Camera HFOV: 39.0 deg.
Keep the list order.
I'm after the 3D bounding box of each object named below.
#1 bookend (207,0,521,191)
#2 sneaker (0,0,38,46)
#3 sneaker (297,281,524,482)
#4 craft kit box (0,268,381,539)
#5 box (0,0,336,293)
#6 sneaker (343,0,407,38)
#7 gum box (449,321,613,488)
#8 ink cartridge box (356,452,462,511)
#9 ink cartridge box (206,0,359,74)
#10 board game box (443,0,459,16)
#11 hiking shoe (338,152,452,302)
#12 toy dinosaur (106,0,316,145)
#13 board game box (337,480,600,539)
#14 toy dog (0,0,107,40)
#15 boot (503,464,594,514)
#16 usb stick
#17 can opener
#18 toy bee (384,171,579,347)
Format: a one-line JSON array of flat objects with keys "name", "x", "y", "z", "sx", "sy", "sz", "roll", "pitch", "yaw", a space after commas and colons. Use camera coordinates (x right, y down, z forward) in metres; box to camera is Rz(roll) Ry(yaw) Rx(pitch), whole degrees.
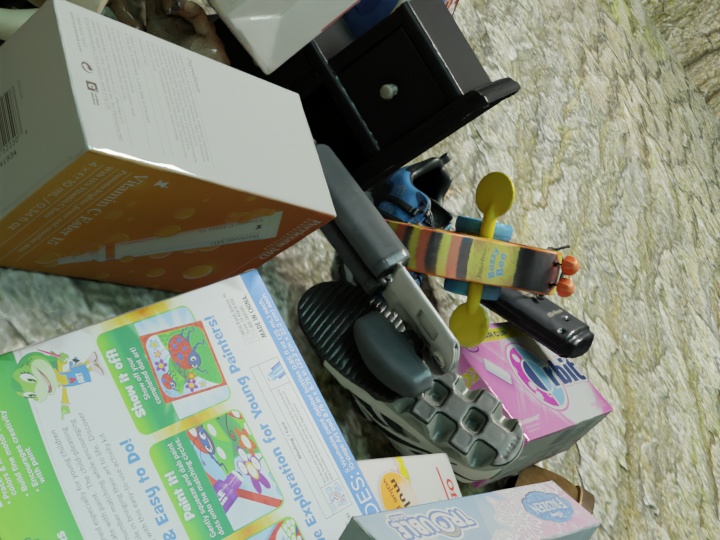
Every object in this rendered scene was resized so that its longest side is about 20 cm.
[{"name": "bookend", "x": -0.013, "y": -0.171, "z": 0.815, "sx": 0.199, "sy": 0.200, "sz": 0.092, "roll": 59, "pitch": 29, "yaw": -2}, {"name": "sneaker", "x": -0.206, "y": -0.194, "z": 0.660, "sx": 0.077, "sy": 0.084, "sz": 0.201, "roll": 21, "pitch": 47, "yaw": -46}, {"name": "sneaker", "x": 0.024, "y": 0.094, "z": 0.779, "sx": 0.200, "sy": 0.089, "sz": 0.074, "roll": 42, "pitch": 58, "yaw": 10}, {"name": "craft kit box", "x": -0.093, "y": 0.118, "z": 0.525, "sx": 0.197, "sy": 0.048, "sz": 0.201, "roll": -18, "pitch": 76, "yaw": -43}, {"name": "box", "x": -0.131, "y": -0.062, "z": 0.615, "sx": 0.200, "sy": 0.124, "sz": 0.098, "roll": 11, "pitch": 55, "yaw": -52}, {"name": "sneaker", "x": -0.032, "y": -0.252, "z": 0.903, "sx": 0.111, "sy": 0.077, "sz": 0.200, "roll": 33, "pitch": -6, "yaw": -28}, {"name": "gum box", "x": 0.133, "y": 0.108, "z": 0.891, "sx": 0.114, "sy": 0.066, "sz": 0.200, "roll": 53, "pitch": 27, "yaw": 21}, {"name": "ink cartridge box", "x": 0.021, "y": 0.188, "z": 0.677, "sx": 0.200, "sy": 0.068, "sz": 0.116, "roll": 8, "pitch": 58, "yaw": -54}, {"name": "ink cartridge box", "x": -0.081, "y": -0.253, "z": 0.764, "sx": 0.200, "sy": 0.116, "sz": 0.068, "roll": 54, "pitch": 3, "yaw": 36}, {"name": "board game box", "x": 0.051, "y": -0.194, "z": 0.953, "sx": 0.019, "sy": 0.201, "sz": 0.103, "roll": 26, "pitch": 30, "yaw": 7}, {"name": "hiking shoe", "x": 0.036, "y": -0.027, "z": 0.873, "sx": 0.074, "sy": 0.087, "sz": 0.201, "roll": 39, "pitch": 35, "yaw": -31}, {"name": "toy dinosaur", "x": -0.125, "y": -0.152, "z": 0.757, "sx": 0.135, "sy": 0.086, "sz": 0.200, "roll": 37, "pitch": 19, "yaw": -51}, {"name": "board game box", "x": 0.020, "y": 0.207, "z": 0.536, "sx": 0.043, "sy": 0.199, "sz": 0.200, "roll": 41, "pitch": 18, "yaw": 32}, {"name": "toy dog", "x": -0.200, "y": -0.246, "z": 0.579, "sx": 0.200, "sy": 0.194, "sz": 0.140, "roll": 39, "pitch": -5, "yaw": -13}, {"name": "boot", "x": 0.142, "y": 0.232, "z": 0.840, "sx": 0.075, "sy": 0.074, "sz": 0.200, "roll": 36, "pitch": 28, "yaw": -2}, {"name": "usb stick", "x": 0.121, "y": 0.015, "z": 0.926, "sx": 0.200, "sy": 0.033, "sz": 0.055, "roll": 36, "pitch": 23, "yaw": 28}, {"name": "can opener", "x": 0.000, "y": 0.000, "z": 0.745, "sx": 0.067, "sy": 0.053, "sz": 0.200, "roll": -28, "pitch": 72, "yaw": -26}, {"name": "toy bee", "x": 0.116, "y": -0.013, "z": 0.806, "sx": 0.199, "sy": 0.109, "sz": 0.132, "roll": -16, "pitch": 106, "yaw": -27}]
